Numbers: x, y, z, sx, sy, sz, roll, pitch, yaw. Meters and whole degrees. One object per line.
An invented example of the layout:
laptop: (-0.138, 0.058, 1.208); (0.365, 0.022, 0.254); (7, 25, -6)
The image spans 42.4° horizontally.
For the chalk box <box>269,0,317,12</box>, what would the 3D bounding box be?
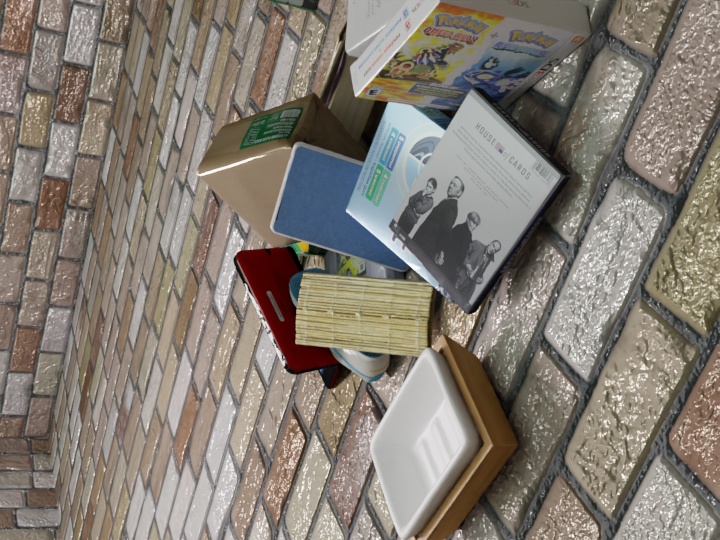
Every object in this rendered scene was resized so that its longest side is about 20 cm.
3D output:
chalk box: (-0.136, -0.542, 1.645); (0.200, 0.123, 0.126); (47, 125, 55)

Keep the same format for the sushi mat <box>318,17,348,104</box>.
sushi mat: (-0.043, -0.280, 1.337); (0.201, 0.012, 0.097); (116, 177, -49)

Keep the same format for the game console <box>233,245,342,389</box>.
game console: (-0.113, 0.079, 1.383); (0.119, 0.171, 0.202); (-43, 66, 35)

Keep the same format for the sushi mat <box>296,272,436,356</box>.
sushi mat: (0.004, 0.057, 1.215); (0.197, 0.012, 0.098); (4, 83, 27)

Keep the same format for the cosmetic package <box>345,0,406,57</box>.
cosmetic package: (0.099, -0.348, 1.092); (0.199, 0.164, 0.171); (-15, 70, 60)

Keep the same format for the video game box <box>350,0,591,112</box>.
video game box: (0.116, -0.236, 0.999); (0.182, 0.197, 0.048); (-41, 53, 53)

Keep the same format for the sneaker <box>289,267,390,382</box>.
sneaker: (-0.035, 0.076, 1.305); (0.200, 0.076, 0.082); (45, 151, 31)

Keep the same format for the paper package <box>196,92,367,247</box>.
paper package: (-0.099, -0.135, 1.326); (0.197, 0.191, 0.105); (-8, 51, 39)

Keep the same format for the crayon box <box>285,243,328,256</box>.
crayon box: (-0.074, -0.125, 1.500); (0.118, 0.057, 0.204); (2, 86, 63)

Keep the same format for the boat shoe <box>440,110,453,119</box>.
boat shoe: (0.083, -0.191, 1.196); (0.065, 0.071, 0.203); (-53, 45, 43)

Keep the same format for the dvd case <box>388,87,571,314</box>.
dvd case: (0.126, -0.075, 1.031); (0.151, 0.025, 0.201); (49, 125, 25)

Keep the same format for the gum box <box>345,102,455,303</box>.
gum box: (0.086, -0.090, 1.111); (0.200, 0.044, 0.172); (42, 124, 29)

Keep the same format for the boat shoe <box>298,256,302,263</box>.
boat shoe: (-0.131, -0.063, 1.598); (0.074, 0.061, 0.204); (27, 109, 60)

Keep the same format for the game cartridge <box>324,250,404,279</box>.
game cartridge: (0.000, 0.000, 1.355); (0.200, 0.040, 0.136); (-35, 50, 56)

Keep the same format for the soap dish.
soap dish: (0.094, 0.202, 1.075); (0.202, 0.080, 0.159); (-63, 34, 35)

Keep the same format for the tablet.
tablet: (-0.010, -0.082, 1.223); (0.014, 0.196, 0.132); (-92, 20, -65)

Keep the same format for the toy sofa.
toy sofa: (-0.011, -0.260, 1.358); (0.083, 0.096, 0.202); (-111, 37, -52)
